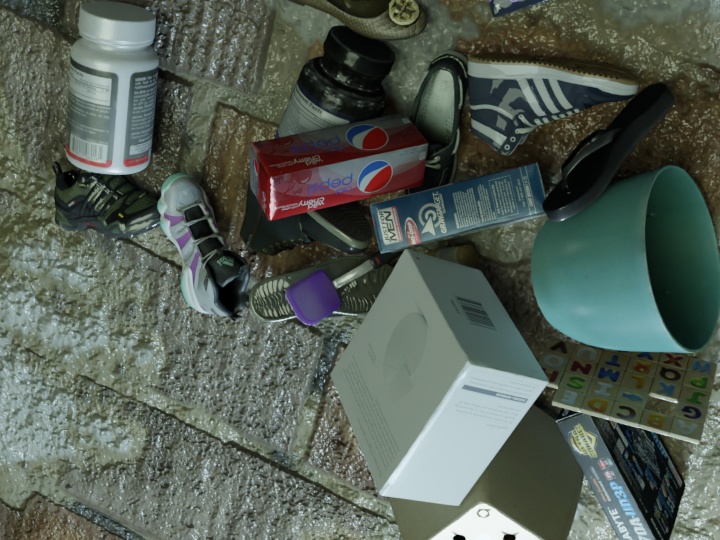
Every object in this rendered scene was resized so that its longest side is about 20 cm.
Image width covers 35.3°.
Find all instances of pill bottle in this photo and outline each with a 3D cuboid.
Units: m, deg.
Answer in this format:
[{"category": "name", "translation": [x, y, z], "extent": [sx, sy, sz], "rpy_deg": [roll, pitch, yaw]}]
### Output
[{"category": "pill bottle", "translation": [-0.321, -0.237, 1.466], "extent": [0.113, 0.114, 0.202], "rpy_deg": [18, 116, 15]}, {"category": "pill bottle", "translation": [-0.035, -0.185, 1.367], "extent": [0.111, 0.112, 0.201], "rpy_deg": [31, 118, 9]}]

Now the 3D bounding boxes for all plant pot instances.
[{"category": "plant pot", "translation": [0.288, -0.003, 1.261], "extent": [0.160, 0.200, 0.203], "rpy_deg": [-9, 107, 39]}, {"category": "plant pot", "translation": [0.151, 0.283, 1.398], "extent": [0.199, 0.178, 0.200], "rpy_deg": [35, 123, -20]}]

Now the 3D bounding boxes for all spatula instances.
[{"category": "spatula", "translation": [0.000, 0.000, 1.410], "extent": [0.199, 0.021, 0.057], "rpy_deg": [-31, 97, -11]}]

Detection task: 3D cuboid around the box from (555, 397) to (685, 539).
[{"category": "box", "translation": [0.315, 0.221, 1.350], "extent": [0.046, 0.159, 0.201], "rpy_deg": [-25, 100, 31]}]

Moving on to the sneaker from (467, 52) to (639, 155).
[{"category": "sneaker", "translation": [0.214, -0.183, 1.286], "extent": [0.198, 0.070, 0.110], "rpy_deg": [11, 111, 24]}]

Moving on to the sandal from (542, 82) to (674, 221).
[{"category": "sandal", "translation": [0.262, -0.135, 1.240], "extent": [0.043, 0.076, 0.201], "rpy_deg": [44, 78, -18]}]

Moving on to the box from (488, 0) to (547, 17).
[{"category": "box", "translation": [0.221, -0.371, 1.207], "extent": [0.198, 0.079, 0.143], "rpy_deg": [-13, 107, 27]}]

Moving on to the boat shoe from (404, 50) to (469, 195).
[{"category": "boat shoe", "translation": [0.083, -0.161, 1.354], "extent": [0.075, 0.060, 0.202], "rpy_deg": [13, 116, 12]}]

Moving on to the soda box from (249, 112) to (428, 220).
[{"category": "soda box", "translation": [-0.025, -0.121, 1.296], "extent": [0.064, 0.198, 0.070], "rpy_deg": [95, 152, -43]}]

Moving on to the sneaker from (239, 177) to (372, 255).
[{"category": "sneaker", "translation": [-0.070, -0.050, 1.446], "extent": [0.199, 0.074, 0.107], "rpy_deg": [34, 121, 31]}]

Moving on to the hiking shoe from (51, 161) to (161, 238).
[{"category": "hiking shoe", "translation": [-0.345, -0.104, 1.550], "extent": [0.197, 0.076, 0.102], "rpy_deg": [3, 114, 23]}]

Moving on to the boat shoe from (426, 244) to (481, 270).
[{"category": "boat shoe", "translation": [0.120, 0.065, 1.427], "extent": [0.068, 0.074, 0.203], "rpy_deg": [1, 106, 30]}]

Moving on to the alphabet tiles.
[{"category": "alphabet tiles", "translation": [0.305, 0.127, 1.313], "extent": [0.198, 0.167, 0.008], "rpy_deg": [14, 121, 18]}]

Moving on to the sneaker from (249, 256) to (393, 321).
[{"category": "sneaker", "translation": [-0.048, 0.021, 1.477], "extent": [0.197, 0.106, 0.076], "rpy_deg": [-6, 93, -5]}]

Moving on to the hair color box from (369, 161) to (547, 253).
[{"category": "hair color box", "translation": [0.118, -0.072, 1.320], "extent": [0.197, 0.100, 0.061], "rpy_deg": [-14, 88, 10]}]

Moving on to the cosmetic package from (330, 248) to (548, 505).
[{"category": "cosmetic package", "translation": [0.083, 0.123, 1.297], "extent": [0.122, 0.200, 0.201], "rpy_deg": [15, 121, -32]}]

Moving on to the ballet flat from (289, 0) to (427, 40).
[{"category": "ballet flat", "translation": [-0.014, -0.324, 1.329], "extent": [0.198, 0.068, 0.047], "rpy_deg": [25, 154, 17]}]

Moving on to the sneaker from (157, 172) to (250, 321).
[{"category": "sneaker", "translation": [-0.191, -0.028, 1.488], "extent": [0.139, 0.077, 0.202], "rpy_deg": [18, 131, 50]}]
